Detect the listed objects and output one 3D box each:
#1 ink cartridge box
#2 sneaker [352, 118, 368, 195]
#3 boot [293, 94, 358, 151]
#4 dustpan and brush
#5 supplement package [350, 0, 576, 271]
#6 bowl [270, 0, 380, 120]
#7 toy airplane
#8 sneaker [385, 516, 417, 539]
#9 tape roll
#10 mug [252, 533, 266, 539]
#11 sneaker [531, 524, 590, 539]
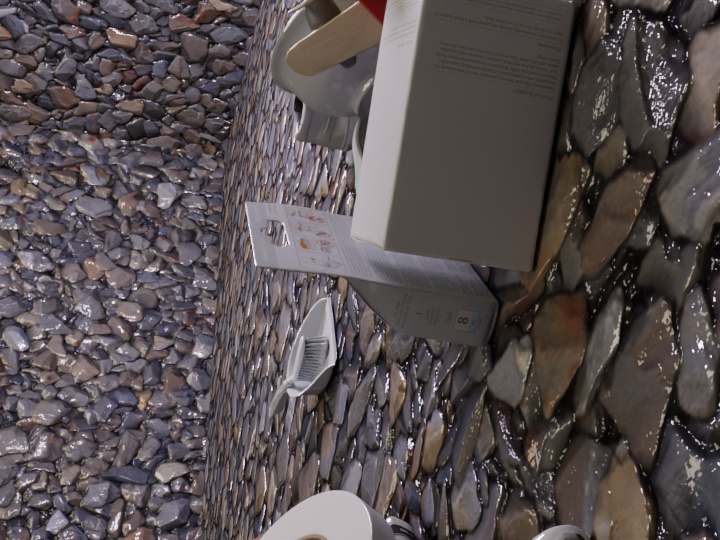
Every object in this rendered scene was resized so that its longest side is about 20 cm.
[{"bbox_3d":[0.000,0.000,0.827,0.160,0.199,0.047,-113,34,-65],"label":"ink cartridge box"},{"bbox_3d":[0.015,-0.085,1.083,0.118,0.073,0.201,116,159,-56],"label":"sneaker"},{"bbox_3d":[-0.047,-0.273,1.394,0.074,0.095,0.201,135,141,-68],"label":"boot"},{"bbox_3d":[-0.089,0.150,1.403,0.140,0.057,0.200,-99,21,-49],"label":"dustpan and brush"},{"bbox_3d":[0.074,-0.110,0.754,0.120,0.121,0.201,-154,73,-75],"label":"supplement package"},{"bbox_3d":[0.014,-0.222,1.009,0.091,0.201,0.201,57,151,17],"label":"bowl"},{"bbox_3d":[0.037,-0.254,0.867,0.141,0.199,0.200,-89,7,-46],"label":"toy airplane"},{"bbox_3d":[-0.017,0.304,0.917,0.200,0.076,0.088,-35,29,26],"label":"sneaker"},{"bbox_3d":[-0.051,0.289,0.854,0.203,0.037,0.203,-38,25,21],"label":"tape roll"},{"bbox_3d":[-0.071,0.399,1.020,0.177,0.133,0.200,-36,43,27],"label":"mug"},{"bbox_3d":[0.091,0.215,0.613,0.087,0.074,0.200,-90,15,-48],"label":"sneaker"}]
